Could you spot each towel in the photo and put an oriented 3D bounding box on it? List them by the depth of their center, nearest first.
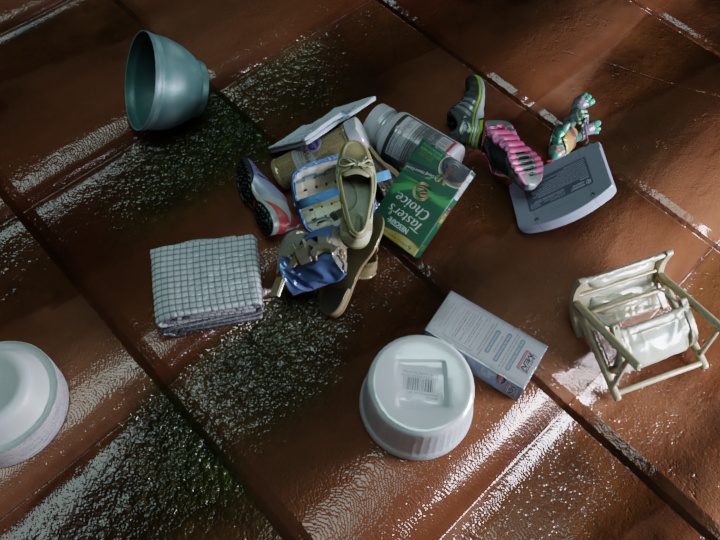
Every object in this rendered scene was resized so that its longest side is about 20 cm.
[{"bbox_3d":[-0.277,0.025,1.301,0.198,0.086,0.167,-10,58,-6],"label":"towel"}]

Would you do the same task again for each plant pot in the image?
[{"bbox_3d":[-0.402,-0.391,1.498,0.133,0.201,0.201,0,54,-35],"label":"plant pot"}]

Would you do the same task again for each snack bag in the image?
[{"bbox_3d":[-0.079,-0.305,1.467,0.200,0.188,0.022,-37,109,-22],"label":"snack bag"}]

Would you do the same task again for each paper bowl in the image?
[{"bbox_3d":[-0.594,0.210,1.162,0.199,0.105,0.202,0,59,-1],"label":"paper bowl"}]

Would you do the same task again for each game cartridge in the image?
[{"bbox_3d":[0.398,-0.156,1.405,0.199,0.041,0.134,-25,50,29],"label":"game cartridge"}]

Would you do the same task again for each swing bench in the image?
[{"bbox_3d":[0.504,0.093,1.270,0.197,0.130,0.201,-16,55,-11],"label":"swing bench"}]

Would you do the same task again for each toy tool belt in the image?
[{"bbox_3d":[-0.071,-0.016,1.260,0.199,0.125,0.123,-22,29,30],"label":"toy tool belt"}]

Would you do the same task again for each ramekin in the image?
[{"bbox_3d":[0.098,0.207,1.197,0.198,0.098,0.202,1,58,-2],"label":"ramekin"}]

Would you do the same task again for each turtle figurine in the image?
[{"bbox_3d":[0.447,-0.279,1.495,0.100,0.150,0.200,15,49,27],"label":"turtle figurine"}]

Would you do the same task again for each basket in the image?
[{"bbox_3d":[-0.045,-0.148,1.344,0.175,0.200,0.140,-18,92,-12],"label":"basket"}]

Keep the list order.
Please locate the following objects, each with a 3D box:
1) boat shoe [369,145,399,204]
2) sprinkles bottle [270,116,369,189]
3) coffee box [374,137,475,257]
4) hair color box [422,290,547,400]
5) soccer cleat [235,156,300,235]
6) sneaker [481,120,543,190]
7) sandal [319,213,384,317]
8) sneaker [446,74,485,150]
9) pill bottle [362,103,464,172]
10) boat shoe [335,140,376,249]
[{"bbox_3d":[0.008,-0.212,1.462,0.070,0.071,0.200,-37,67,-23],"label":"boat shoe"},{"bbox_3d":[-0.081,-0.234,1.428,0.199,0.068,0.069,-25,59,14],"label":"sprinkles bottle"},{"bbox_3d":[0.117,-0.139,1.376,0.123,0.044,0.201,38,101,15],"label":"coffee box"},{"bbox_3d":[0.220,0.133,1.269,0.199,0.061,0.099,30,63,16],"label":"hair color box"},{"bbox_3d":[-0.191,-0.151,1.429,0.073,0.068,0.201,-8,52,-35],"label":"soccer cleat"},{"bbox_3d":[0.306,-0.221,1.466,0.078,0.096,0.201,-2,46,-22],"label":"sneaker"},{"bbox_3d":[-0.004,-0.002,1.345,0.077,0.070,0.213,19,78,39],"label":"sandal"},{"bbox_3d":[0.231,-0.354,1.559,0.080,0.074,0.201,5,57,4],"label":"sneaker"},{"bbox_3d":[0.105,-0.255,1.467,0.199,0.114,0.114,34,63,17],"label":"pill bottle"},{"bbox_3d":[-0.007,-0.140,1.210,0.072,0.063,0.202,5,69,-5],"label":"boat shoe"}]
